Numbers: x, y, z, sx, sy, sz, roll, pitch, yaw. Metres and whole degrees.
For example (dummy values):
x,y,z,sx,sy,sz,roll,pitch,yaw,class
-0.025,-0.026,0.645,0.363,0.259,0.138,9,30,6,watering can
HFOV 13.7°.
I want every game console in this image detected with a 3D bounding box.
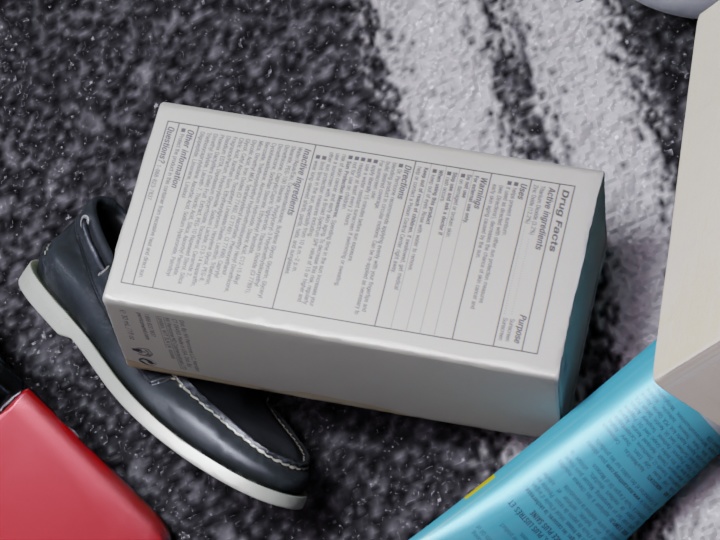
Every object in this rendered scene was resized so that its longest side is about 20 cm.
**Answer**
x,y,z,sx,sy,sz,roll,pitch,yaw,class
-0.208,0.134,1.419,0.200,0.119,0.172,-46,26,3,game console

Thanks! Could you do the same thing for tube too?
x,y,z,sx,sy,sz,roll,pitch,yaw,class
0.102,0.084,1.251,0.200,0.077,0.050,-42,20,3,tube

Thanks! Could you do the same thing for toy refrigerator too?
x,y,z,sx,sy,sz,roll,pitch,yaw,class
0.172,-0.027,1.200,0.070,0.076,0.200,-36,32,42,toy refrigerator

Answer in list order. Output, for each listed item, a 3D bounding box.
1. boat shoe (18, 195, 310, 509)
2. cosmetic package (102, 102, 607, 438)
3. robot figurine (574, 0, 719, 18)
x,y,z,sx,sy,sz,roll,pitch,yaw,class
-0.079,0.032,1.359,0.199,0.074,0.066,43,104,43,boat shoe
0.000,0.000,1.289,0.199,0.073,0.104,11,65,10,cosmetic package
0.159,-0.195,1.303,0.169,0.113,0.201,18,78,14,robot figurine
